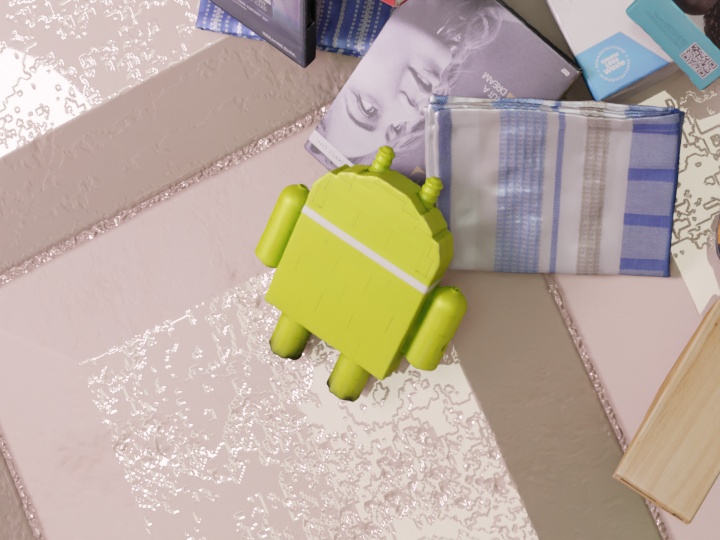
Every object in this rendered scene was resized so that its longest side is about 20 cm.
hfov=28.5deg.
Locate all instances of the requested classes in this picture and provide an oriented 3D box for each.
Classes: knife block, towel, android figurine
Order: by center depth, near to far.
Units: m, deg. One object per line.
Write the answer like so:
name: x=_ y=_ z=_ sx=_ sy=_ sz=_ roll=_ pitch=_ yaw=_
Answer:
knife block: x=0.270 y=0.063 z=1.027 sx=0.064 sy=0.200 sz=0.177 roll=31 pitch=125 yaw=11
towel: x=0.146 y=-0.062 z=1.092 sx=0.197 sy=0.024 sz=0.149 roll=3 pitch=117 yaw=7
android figurine: x=0.000 y=0.000 z=1.122 sx=0.181 sy=0.041 sz=0.202 roll=32 pitch=115 yaw=16
towel: x=-0.034 y=-0.256 z=1.172 sx=0.197 sy=0.024 sz=0.147 roll=10 pitch=91 yaw=13

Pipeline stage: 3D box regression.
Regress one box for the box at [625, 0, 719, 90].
box: x=0.289 y=-0.231 z=1.036 sx=0.082 sy=0.049 sz=0.200 roll=44 pitch=70 yaw=-1

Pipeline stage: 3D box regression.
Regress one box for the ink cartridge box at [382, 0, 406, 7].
ink cartridge box: x=-0.007 y=-0.304 z=1.081 sx=0.199 sy=0.084 sz=0.144 roll=30 pitch=54 yaw=25

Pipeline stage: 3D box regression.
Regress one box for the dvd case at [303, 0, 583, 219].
dvd case: x=0.060 y=-0.127 z=1.121 sx=0.148 sy=0.016 sz=0.201 roll=42 pitch=117 yaw=10

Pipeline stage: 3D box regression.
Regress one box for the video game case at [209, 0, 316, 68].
video game case: x=-0.091 y=-0.254 z=1.083 sx=0.142 sy=0.201 sz=0.019 roll=37 pitch=69 yaw=14

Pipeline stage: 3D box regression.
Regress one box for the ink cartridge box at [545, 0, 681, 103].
ink cartridge box: x=0.191 y=-0.242 z=1.099 sx=0.115 sy=0.067 sz=0.202 roll=-27 pitch=84 yaw=12

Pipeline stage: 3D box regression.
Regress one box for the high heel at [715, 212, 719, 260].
high heel: x=0.352 y=-0.011 z=0.982 sx=0.197 sy=0.071 sz=0.145 roll=-14 pitch=82 yaw=5
